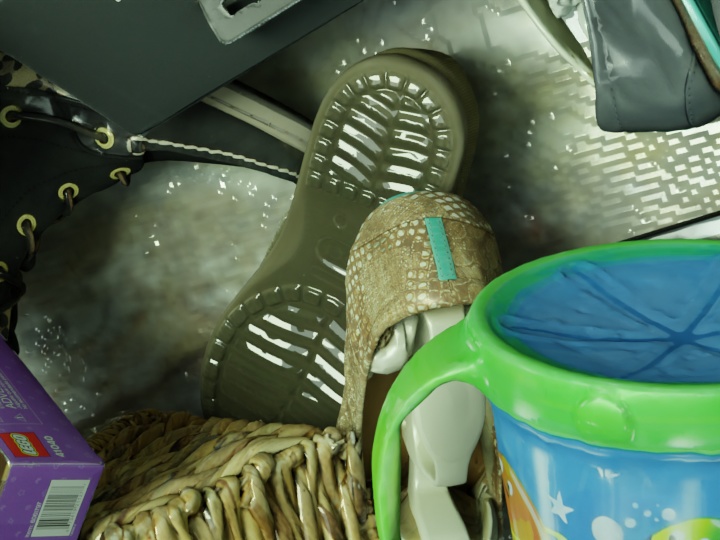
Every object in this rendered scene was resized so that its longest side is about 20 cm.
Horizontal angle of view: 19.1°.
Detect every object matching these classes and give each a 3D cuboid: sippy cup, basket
[{"bbox_3d":[0.103,0.072,0.680,0.177,0.139,0.131,9,113,32],"label":"sippy cup"},{"bbox_3d":[-0.068,0.165,0.782,0.149,0.142,0.202,0,110,54],"label":"basket"}]

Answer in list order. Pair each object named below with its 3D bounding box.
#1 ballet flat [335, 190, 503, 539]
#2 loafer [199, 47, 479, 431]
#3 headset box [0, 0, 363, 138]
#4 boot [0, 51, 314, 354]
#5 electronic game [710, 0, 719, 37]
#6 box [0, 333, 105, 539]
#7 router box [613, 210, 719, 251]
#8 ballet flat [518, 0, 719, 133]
[{"bbox_3d":[0.022,0.068,0.765,0.070,0.065,0.201,-9,125,-6],"label":"ballet flat"},{"bbox_3d":[0.000,0.000,0.808,0.076,0.067,0.201,34,125,9],"label":"loafer"},{"bbox_3d":[-0.050,-0.169,0.739,0.173,0.093,0.201,-29,52,26],"label":"headset box"},{"bbox_3d":[-0.125,-0.020,0.820,0.198,0.073,0.152,15,92,-7],"label":"boot"},{"bbox_3d":[0.208,-0.112,0.683,0.199,0.042,0.202,-7,74,25],"label":"electronic game"},{"bbox_3d":[-0.165,0.112,0.747,0.137,0.039,0.201,43,118,44],"label":"box"},{"bbox_3d":[0.161,0.050,0.744,0.199,0.052,0.158,-17,90,26],"label":"router box"},{"bbox_3d":[0.071,-0.139,0.753,0.073,0.073,0.201,-22,90,26],"label":"ballet flat"}]
